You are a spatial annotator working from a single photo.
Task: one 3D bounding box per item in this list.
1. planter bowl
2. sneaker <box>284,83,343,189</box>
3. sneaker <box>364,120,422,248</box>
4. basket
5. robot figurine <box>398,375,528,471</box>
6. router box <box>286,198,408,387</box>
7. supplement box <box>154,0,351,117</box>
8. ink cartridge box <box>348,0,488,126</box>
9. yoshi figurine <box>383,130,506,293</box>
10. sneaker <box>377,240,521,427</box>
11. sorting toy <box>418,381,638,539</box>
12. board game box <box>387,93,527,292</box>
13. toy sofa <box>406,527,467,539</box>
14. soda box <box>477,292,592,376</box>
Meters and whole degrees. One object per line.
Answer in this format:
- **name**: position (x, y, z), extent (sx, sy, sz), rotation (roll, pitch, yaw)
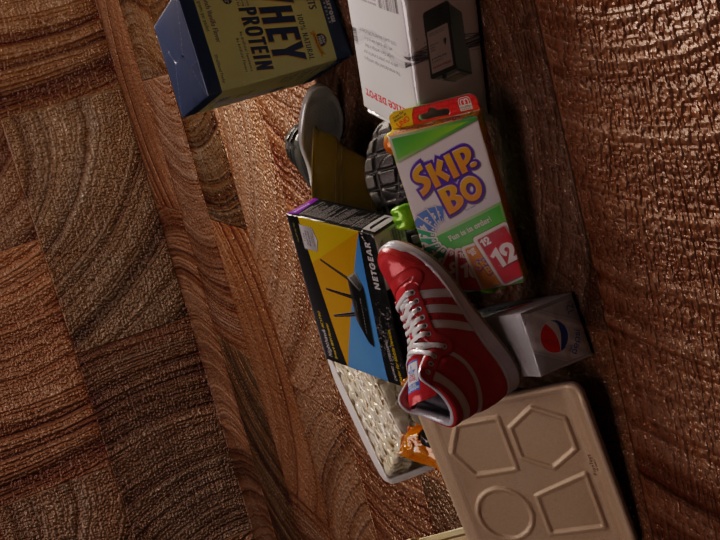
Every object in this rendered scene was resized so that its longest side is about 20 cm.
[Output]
- **planter bowl**: position (-0.019, -0.089, 1.536), extent (0.200, 0.083, 0.202), rotation (0, -90, -89)
- **sneaker**: position (-0.073, -0.196, 1.657), extent (0.099, 0.070, 0.201), rotation (50, 157, 38)
- **sneaker**: position (0.060, -0.078, 1.354), extent (0.075, 0.079, 0.201), rotation (-11, 89, 42)
- **basket**: position (0.060, 0.148, 1.512), extent (0.201, 0.135, 0.124), rotation (64, 157, 24)
- **robot figurine**: position (0.139, 0.177, 1.279), extent (0.199, 0.058, 0.146), rotation (13, 117, 23)
- **router box**: position (0.001, 0.025, 1.346), extent (0.149, 0.051, 0.201), rotation (15, 128, 45)
- **supplement box**: position (-0.148, -0.306, 1.561), extent (0.200, 0.199, 0.135), rotation (178, 74, -72)
- **ink cartridge box**: position (0.053, -0.255, 1.202), extent (0.146, 0.084, 0.201), rotation (40, 144, 57)
- **yoshi figurine**: position (0.090, -0.059, 1.272), extent (0.112, 0.112, 0.201), rotation (84, 162, -80)
- **sneaker**: position (0.059, 0.065, 1.175), extent (0.200, 0.112, 0.071), rotation (49, 149, 15)
- **sorting toy**: position (0.173, 0.209, 1.222), extent (0.199, 0.036, 0.186), rotation (-13, 105, 33)
- **board game box**: position (0.097, -0.073, 1.178), extent (0.030, 0.095, 0.201), rotation (-56, -48, -62)
- **toy sofa**: position (0.158, 0.330, 1.346), extent (0.199, 0.097, 0.083), rotation (-25, 64, 34)
- **soda box**: position (0.163, 0.071, 1.234), extent (0.069, 0.063, 0.200), rotation (71, 162, -1)
